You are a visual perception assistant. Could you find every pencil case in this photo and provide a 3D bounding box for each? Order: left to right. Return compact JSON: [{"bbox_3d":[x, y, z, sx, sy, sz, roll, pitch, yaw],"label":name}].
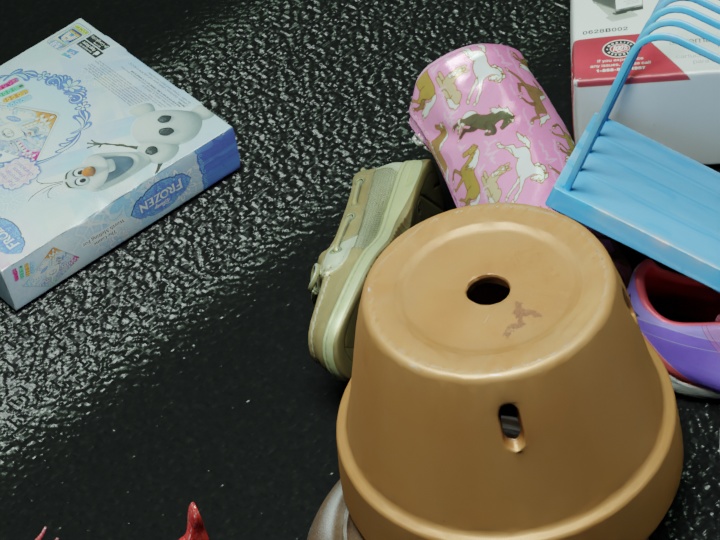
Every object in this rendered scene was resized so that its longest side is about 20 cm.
[{"bbox_3d":[0.100,-0.051,1.258,0.082,0.087,0.201,0,50,-31],"label":"pencil case"}]

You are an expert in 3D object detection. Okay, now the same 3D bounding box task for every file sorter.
[{"bbox_3d":[0.212,-0.085,1.185,0.138,0.123,0.200,27,21,5],"label":"file sorter"}]

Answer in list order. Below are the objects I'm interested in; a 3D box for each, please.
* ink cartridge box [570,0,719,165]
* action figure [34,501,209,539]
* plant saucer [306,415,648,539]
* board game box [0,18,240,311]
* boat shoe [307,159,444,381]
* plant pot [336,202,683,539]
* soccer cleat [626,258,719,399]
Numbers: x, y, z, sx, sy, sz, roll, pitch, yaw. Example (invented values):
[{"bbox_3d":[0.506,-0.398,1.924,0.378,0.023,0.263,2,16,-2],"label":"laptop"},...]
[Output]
[{"bbox_3d":[0.220,-0.167,1.382,0.146,0.083,0.201,-3,42,7],"label":"ink cartridge box"},{"bbox_3d":[-0.178,0.190,1.115,0.199,0.052,0.066,-23,47,-9],"label":"action figure"},{"bbox_3d":[0.063,0.151,1.117,0.199,0.032,0.201,-6,44,6],"label":"plant saucer"},{"bbox_3d":[-0.224,-0.082,1.415,0.199,0.044,0.200,-33,47,-23],"label":"board game box"},{"bbox_3d":[0.000,-0.003,1.267,0.063,0.073,0.201,0,40,22],"label":"boat shoe"},{"bbox_3d":[0.077,0.057,1.088,0.199,0.141,0.201,-6,42,5],"label":"plant pot"},{"bbox_3d":[0.246,0.048,1.156,0.199,0.073,0.068,16,48,27],"label":"soccer cleat"}]
